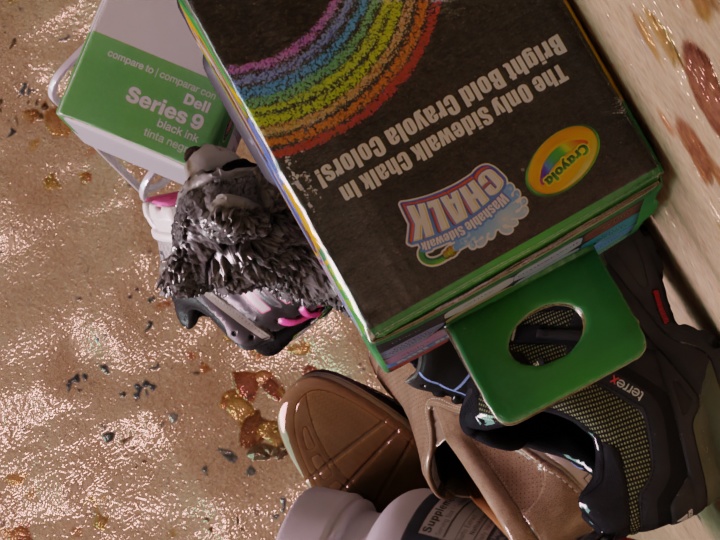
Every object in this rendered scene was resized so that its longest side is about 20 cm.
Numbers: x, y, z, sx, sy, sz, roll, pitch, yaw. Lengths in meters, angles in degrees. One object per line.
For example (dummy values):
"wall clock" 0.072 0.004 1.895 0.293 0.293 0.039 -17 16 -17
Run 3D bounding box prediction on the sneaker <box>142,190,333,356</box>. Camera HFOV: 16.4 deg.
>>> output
"sneaker" -0.031 0.005 1.363 0.074 0.199 0.088 -27 -62 -52

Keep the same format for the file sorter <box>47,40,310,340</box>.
"file sorter" -0.078 -0.074 1.545 0.200 0.124 0.139 47 180 20

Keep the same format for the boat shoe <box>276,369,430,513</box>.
"boat shoe" 0.038 0.118 1.420 0.200 0.072 0.072 36 -155 -11

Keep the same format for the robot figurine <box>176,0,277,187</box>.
"robot figurine" -0.014 -0.116 1.134 0.200 0.125 0.150 61 179 -31

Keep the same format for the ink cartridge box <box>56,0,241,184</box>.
"ink cartridge box" -0.078 -0.150 1.305 0.084 0.201 0.146 22 178 1

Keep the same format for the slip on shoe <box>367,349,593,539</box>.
"slip on shoe" 0.054 0.089 1.313 0.200 0.061 0.076 36 161 47

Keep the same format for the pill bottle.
"pill bottle" 0.056 0.182 1.329 0.199 0.120 0.120 12 158 20

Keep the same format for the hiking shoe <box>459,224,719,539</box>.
"hiking shoe" 0.076 0.021 1.014 0.200 0.100 0.076 58 168 27

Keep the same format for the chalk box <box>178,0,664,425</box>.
"chalk box" 0.032 -0.042 0.938 0.200 0.125 0.124 62 179 7

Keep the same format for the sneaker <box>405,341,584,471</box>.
"sneaker" 0.055 0.033 1.144 0.200 0.078 0.070 54 180 -32

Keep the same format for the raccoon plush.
"raccoon plush" 0.000 0.000 1.210 0.200 0.097 0.134 31 -146 15
